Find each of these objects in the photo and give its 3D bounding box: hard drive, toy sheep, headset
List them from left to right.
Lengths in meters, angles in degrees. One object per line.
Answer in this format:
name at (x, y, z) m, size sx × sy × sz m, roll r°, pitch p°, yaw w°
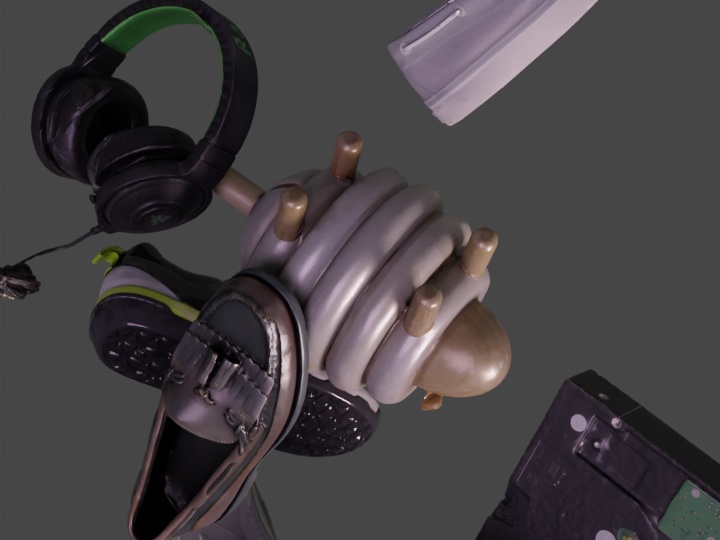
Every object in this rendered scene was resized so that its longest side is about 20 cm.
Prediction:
headset at (-0.145, -0.068, 0.911) m, size 0.123 × 0.094 × 0.200 m, roll 42°, pitch 100°, yaw 34°
toy sheep at (0.000, 0.000, 0.905) m, size 0.200 × 0.138 × 0.138 m, roll 40°, pitch 117°, yaw 13°
hard drive at (0.172, 0.169, 0.935) m, size 0.200 × 0.038 × 0.140 m, roll 37°, pitch 118°, yaw 25°

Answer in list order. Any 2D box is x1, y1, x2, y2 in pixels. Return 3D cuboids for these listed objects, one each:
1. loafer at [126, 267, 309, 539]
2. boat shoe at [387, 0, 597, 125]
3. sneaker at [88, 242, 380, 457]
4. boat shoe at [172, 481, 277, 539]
loafer at (-0.082, 0.085, 0.895) m, size 0.072 × 0.063 × 0.200 m, roll 38°, pitch 135°, yaw 17°
boat shoe at (0.094, -0.162, 0.852) m, size 0.069 × 0.072 × 0.200 m, roll 45°, pitch 125°, yaw -5°
sneaker at (-0.069, 0.040, 0.971) m, size 0.200 × 0.083 × 0.072 m, roll 30°, pitch 132°, yaw -25°
boat shoe at (-0.090, 0.164, 1.036) m, size 0.074 × 0.065 × 0.202 m, roll -13°, pitch 113°, yaw 0°
